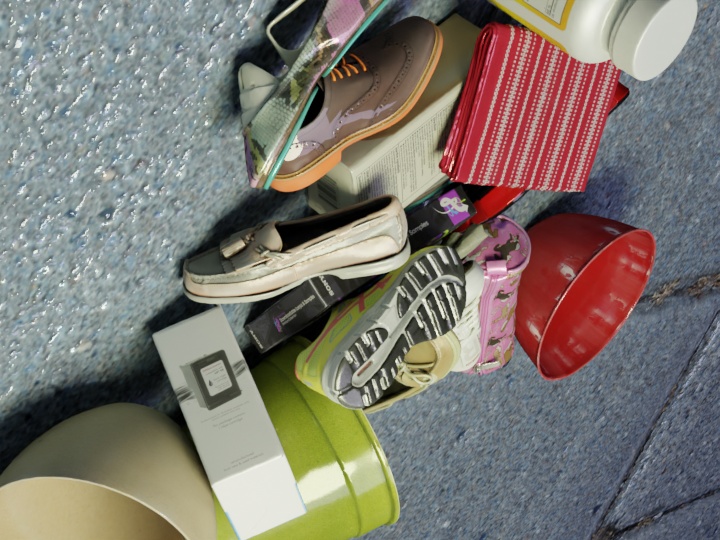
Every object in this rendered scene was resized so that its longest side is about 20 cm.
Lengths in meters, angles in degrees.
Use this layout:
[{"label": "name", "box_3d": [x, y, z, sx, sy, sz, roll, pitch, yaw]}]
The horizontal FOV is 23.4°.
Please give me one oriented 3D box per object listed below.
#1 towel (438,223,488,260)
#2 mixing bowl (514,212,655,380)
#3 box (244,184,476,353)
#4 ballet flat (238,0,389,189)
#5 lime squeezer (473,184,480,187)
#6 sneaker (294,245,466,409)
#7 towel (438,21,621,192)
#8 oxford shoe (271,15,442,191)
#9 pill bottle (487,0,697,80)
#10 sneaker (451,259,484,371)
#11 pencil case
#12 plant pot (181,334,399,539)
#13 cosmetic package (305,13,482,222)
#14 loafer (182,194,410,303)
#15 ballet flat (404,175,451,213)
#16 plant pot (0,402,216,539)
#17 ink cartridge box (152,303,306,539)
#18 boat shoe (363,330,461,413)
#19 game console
[{"label": "towel", "box_3d": [0.026, 0.032, 1.676, 0.200, 0.035, 0.193, -39, 176, -16]}, {"label": "mixing bowl", "box_3d": [0.228, 0.010, 1.947, 0.200, 0.108, 0.201, -37, 149, -27]}, {"label": "box", "box_3d": [0.000, 0.000, 1.606, 0.199, 0.036, 0.143, -30, 176, -33]}, {"label": "ballet flat", "box_3d": [-0.052, -0.163, 1.378, 0.201, 0.071, 0.069, -58, -172, -5]}, {"label": "lime squeezer", "box_3d": [0.165, -0.169, 1.700, 0.200, 0.071, 0.038, -42, 177, 30]}, {"label": "sneaker", "box_3d": [0.015, 0.040, 1.537, 0.200, 0.090, 0.079, -40, 119, -33]}, {"label": "towel", "box_3d": [0.158, -0.145, 1.572, 0.199, 0.022, 0.146, 2, 109, -46]}, {"label": "oxford shoe", "box_3d": [-0.009, -0.152, 1.453, 0.200, 0.071, 0.073, -45, 145, -14]}, {"label": "pill bottle", "box_3d": [0.186, -0.249, 1.492, 0.113, 0.200, 0.113, -36, 148, -27]}, {"label": "sneaker", "box_3d": [0.099, 0.049, 1.713, 0.073, 0.085, 0.200, -38, 175, -15]}, {"label": "pencil case", "box_3d": [0.133, 0.028, 1.839, 0.083, 0.087, 0.201, -30, 149, -23]}, {"label": "plant pot", "box_3d": [-0.096, 0.194, 1.611, 0.192, 0.201, 0.201, -28, 145, -18]}, {"label": "cosmetic package", "box_3d": [0.042, -0.128, 1.551, 0.200, 0.071, 0.106, -38, 148, -24]}, {"label": "loafer", "box_3d": [-0.057, -0.024, 1.478, 0.199, 0.072, 0.063, -10, 127, -7]}, {"label": "ballet flat", "box_3d": [0.069, -0.102, 1.640, 0.199, 0.064, 0.067, -28, -177, -38]}, {"label": "plant pot", "box_3d": [-0.205, 0.191, 1.459, 0.135, 0.199, 0.201, -73, 173, -46]}, {"label": "ink cartridge box", "box_3d": [-0.119, 0.116, 1.495, 0.066, 0.201, 0.116, -23, 147, -5]}, {"label": "boat shoe", "box_3d": [0.031, 0.097, 1.689, 0.063, 0.073, 0.200, -44, -174, -32]}, {"label": "game console", "box_3d": [0.172, -0.109, 1.728, 0.200, 0.031, 0.177, -42, 180, -18]}]
